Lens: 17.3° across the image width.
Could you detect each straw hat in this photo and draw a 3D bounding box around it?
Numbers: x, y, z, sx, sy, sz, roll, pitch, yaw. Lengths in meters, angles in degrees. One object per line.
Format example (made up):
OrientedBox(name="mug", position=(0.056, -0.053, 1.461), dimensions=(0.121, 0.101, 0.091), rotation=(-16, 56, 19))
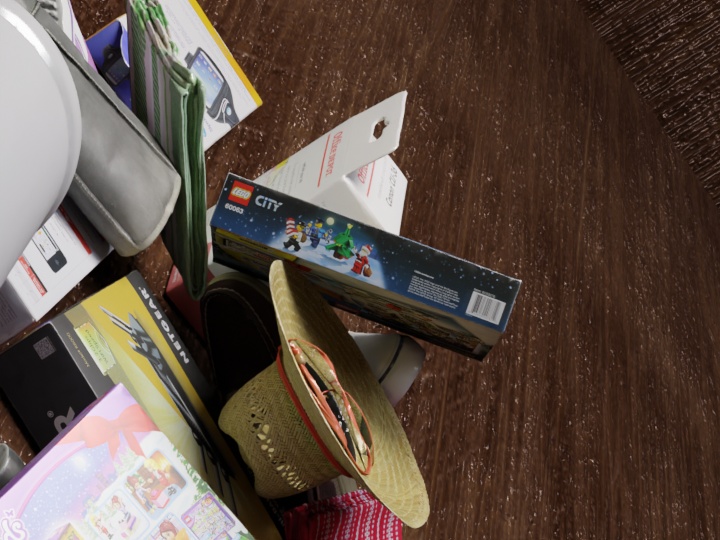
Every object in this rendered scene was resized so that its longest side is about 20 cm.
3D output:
OrientedBox(name="straw hat", position=(-0.041, 0.096, 1.469), dimensions=(0.202, 0.085, 0.201), rotation=(56, 10, -15))

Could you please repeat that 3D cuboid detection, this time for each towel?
OrientedBox(name="towel", position=(-0.129, -0.091, 1.601), dimensions=(0.200, 0.023, 0.154), rotation=(-123, -150, -61))
OrientedBox(name="towel", position=(-0.003, 0.220, 1.560), dimensions=(0.200, 0.022, 0.146), rotation=(0, 85, -71))

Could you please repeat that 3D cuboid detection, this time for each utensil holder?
OrientedBox(name="utensil holder", position=(-0.247, -0.043, 1.204), dimensions=(0.170, 0.169, 0.200), rotation=(53, 22, -17))

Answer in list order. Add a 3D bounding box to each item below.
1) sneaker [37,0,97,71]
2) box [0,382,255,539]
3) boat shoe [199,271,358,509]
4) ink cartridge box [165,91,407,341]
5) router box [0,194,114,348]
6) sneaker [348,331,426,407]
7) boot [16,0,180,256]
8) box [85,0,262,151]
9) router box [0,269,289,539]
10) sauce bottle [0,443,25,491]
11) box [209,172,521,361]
OrientedBox(name="sneaker", position=(-0.201, -0.122, 1.609), dimensions=(0.114, 0.072, 0.202), rotation=(26, 45, -69))
OrientedBox(name="box", position=(-0.141, 0.166, 1.206), dimensions=(0.137, 0.039, 0.200), rotation=(50, 43, -5))
OrientedBox(name="boat shoe", position=(-0.063, 0.101, 1.595), dimensions=(0.072, 0.072, 0.201), rotation=(-33, 106, -57))
OrientedBox(name="ink cartridge box", position=(-0.035, -0.035, 1.679), dimensions=(0.068, 0.199, 0.117), rotation=(52, 20, -19))
OrientedBox(name="router box", position=(-0.240, -0.065, 1.432), dimensions=(0.201, 0.049, 0.180), rotation=(57, 18, -7))
OrientedBox(name="sneaker", position=(-0.024, 0.068, 1.652), dimensions=(0.071, 0.200, 0.073), rotation=(37, 69, -17))
OrientedBox(name="boot", position=(-0.186, -0.129, 1.482), dimensions=(0.200, 0.072, 0.183), rotation=(40, 39, -29))
OrientedBox(name="box", position=(-0.146, -0.149, 1.829), dimensions=(0.119, 0.041, 0.200), rotation=(57, 21, -6))
OrientedBox(name="router box", position=(-0.128, 0.109, 1.443), dimensions=(0.201, 0.052, 0.157), rotation=(58, 18, -3))
OrientedBox(name="sauce bottle", position=(-0.143, 0.171, 1.294), dimensions=(0.200, 0.066, 0.066), rotation=(49, 21, -26))
OrientedBox(name="box", position=(0.000, 0.000, 1.549), dimensions=(0.199, 0.038, 0.137), rotation=(20, -10, 0))
